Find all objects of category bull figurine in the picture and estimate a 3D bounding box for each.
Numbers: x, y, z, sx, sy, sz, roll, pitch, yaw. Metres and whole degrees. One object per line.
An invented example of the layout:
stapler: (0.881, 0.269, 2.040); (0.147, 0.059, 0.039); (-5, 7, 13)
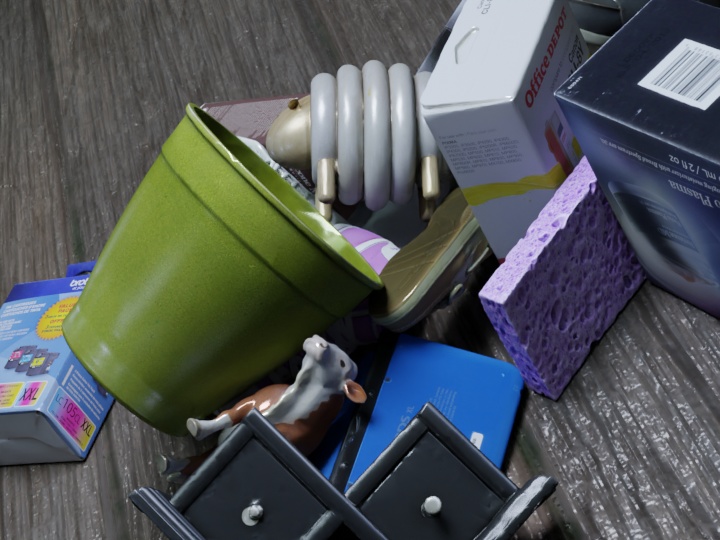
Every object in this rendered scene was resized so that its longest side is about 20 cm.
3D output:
bull figurine: (-0.077, 0.125, 1.166); (0.120, 0.201, 0.066); (-13, 61, -36)

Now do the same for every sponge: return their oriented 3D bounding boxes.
sponge: (0.172, -0.013, 1.177); (0.030, 0.112, 0.200); (16, 58, 45)

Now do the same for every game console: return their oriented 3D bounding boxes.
game console: (0.017, 0.158, 1.177); (0.169, 0.119, 0.201); (15, 51, 8)

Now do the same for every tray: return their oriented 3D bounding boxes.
tray: (0.000, 0.000, 1.373); (0.106, 0.022, 0.201); (3, 49, 39)

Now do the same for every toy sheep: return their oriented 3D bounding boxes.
toy sheep: (0.018, -0.112, 1.329); (0.197, 0.139, 0.139); (0, 37, -6)

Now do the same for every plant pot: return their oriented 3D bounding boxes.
plant pot: (-0.118, 0.014, 1.183); (0.193, 0.200, 0.200); (-47, 35, 4)

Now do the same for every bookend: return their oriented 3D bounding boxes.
bookend: (-0.009, 0.150, 1.033); (0.199, 0.092, 0.200); (43, 83, 10)

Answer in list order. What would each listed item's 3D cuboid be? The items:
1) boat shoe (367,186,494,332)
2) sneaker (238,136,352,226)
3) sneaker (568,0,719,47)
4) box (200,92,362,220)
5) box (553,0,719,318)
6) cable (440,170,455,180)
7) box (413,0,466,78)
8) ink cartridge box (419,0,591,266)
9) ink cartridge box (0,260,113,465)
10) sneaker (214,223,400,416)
boat shoe: (0.073, -0.005, 1.245); (0.073, 0.063, 0.201); (-22, 19, 36)
sneaker: (-0.085, -0.063, 1.381); (0.199, 0.081, 0.070); (30, 56, 21)
sneaker: (0.223, -0.246, 1.326); (0.198, 0.107, 0.075); (4, 21, -28)
box: (-0.083, -0.104, 1.474); (0.199, 0.100, 0.075); (0, 45, 49)
box: (0.266, -0.061, 1.084); (0.123, 0.199, 0.200); (-42, 36, -10)
cable: (0.152, -0.122, 1.368); (0.198, 0.051, 0.097); (-26, 24, 13)
box: (0.095, -0.204, 1.419); (0.159, 0.048, 0.200); (-57, 2, -32)
ink cartridge box: (0.138, -0.101, 1.230); (0.083, 0.201, 0.146); (-5, 43, 32)
ink cartridge box: (-0.285, 0.079, 1.457); (0.135, 0.077, 0.201); (-7, 41, 31)
sneaker: (-0.035, 0.050, 1.265); (0.114, 0.073, 0.201); (25, 70, 44)
